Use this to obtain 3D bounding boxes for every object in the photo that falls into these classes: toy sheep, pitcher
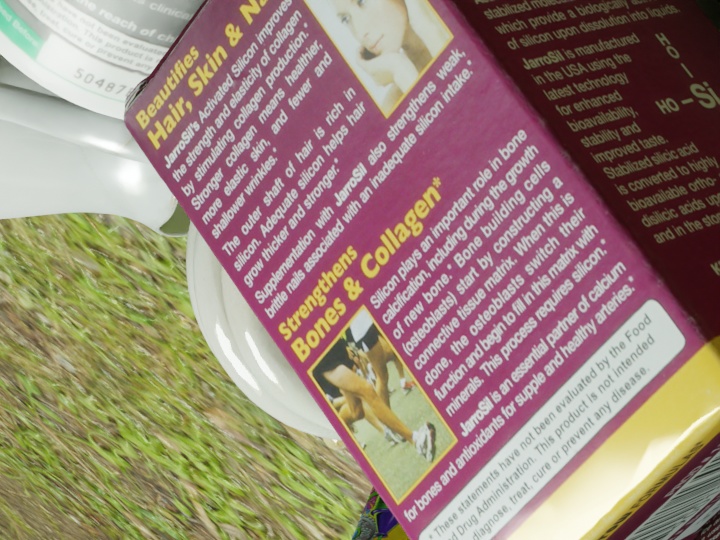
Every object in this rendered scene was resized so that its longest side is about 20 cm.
[{"bbox_3d":[0.000,0.000,0.899,0.138,0.138,0.200,45,165,-20],"label":"toy sheep"},{"bbox_3d":[-0.161,-0.077,1.127,0.199,0.122,0.172,15,178,-2],"label":"pitcher"}]

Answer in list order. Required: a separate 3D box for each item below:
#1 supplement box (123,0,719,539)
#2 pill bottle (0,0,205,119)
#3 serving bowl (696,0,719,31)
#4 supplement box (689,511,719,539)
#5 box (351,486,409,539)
[{"bbox_3d":[0.043,-0.018,0.731,0.200,0.103,0.131,55,132,17],"label":"supplement box"},{"bbox_3d":[-0.041,-0.146,0.764,0.113,0.113,0.200,38,134,-1],"label":"pill bottle"},{"bbox_3d":[0.063,-0.083,0.887,0.200,0.066,0.200,34,160,14],"label":"serving bowl"},{"bbox_3d":[0.194,0.078,0.722,0.133,0.200,0.197,39,136,-4],"label":"supplement box"},{"bbox_3d":[0.104,0.139,0.984,0.199,0.193,0.122,3,125,15],"label":"box"}]
